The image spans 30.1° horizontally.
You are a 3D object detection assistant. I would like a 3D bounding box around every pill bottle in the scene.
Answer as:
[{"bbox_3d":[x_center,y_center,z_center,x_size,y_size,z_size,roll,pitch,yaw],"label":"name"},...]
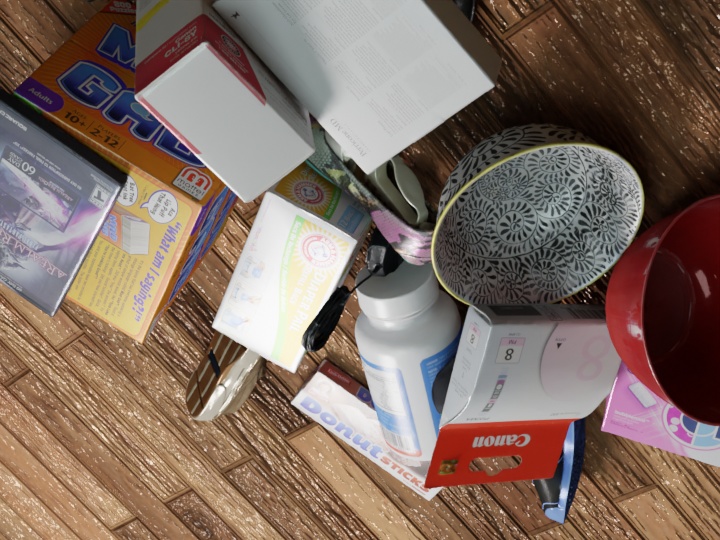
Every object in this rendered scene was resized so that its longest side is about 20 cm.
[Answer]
[{"bbox_3d":[0.056,0.087,1.384,0.111,0.113,0.202,1,125,23],"label":"pill bottle"}]

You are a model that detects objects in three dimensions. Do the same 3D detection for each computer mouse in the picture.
[{"bbox_3d":[0.000,0.000,1.294,0.034,0.200,0.059,29,147,20],"label":"computer mouse"}]

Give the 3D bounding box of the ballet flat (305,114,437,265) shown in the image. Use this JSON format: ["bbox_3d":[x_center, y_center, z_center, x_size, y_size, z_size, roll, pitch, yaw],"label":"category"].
[{"bbox_3d":[0.013,-0.094,1.271,0.200,0.069,0.071,48,140,15],"label":"ballet flat"}]

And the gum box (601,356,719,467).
[{"bbox_3d":[0.336,0.122,1.314,0.197,0.066,0.115,16,130,13],"label":"gum box"}]

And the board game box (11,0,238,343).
[{"bbox_3d":[-0.226,-0.099,1.311,0.198,0.201,0.201,31,131,-1],"label":"board game box"}]

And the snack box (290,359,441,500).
[{"bbox_3d":[0.020,0.183,1.530,0.199,0.024,0.072,36,132,-5],"label":"snack box"}]

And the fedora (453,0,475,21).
[{"bbox_3d":[-0.003,-0.237,1.177,0.198,0.092,0.203,12,129,15],"label":"fedora"}]

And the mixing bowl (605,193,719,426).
[{"bbox_3d":[0.294,0.032,1.207,0.201,0.200,0.108,54,158,-20],"label":"mixing bowl"}]

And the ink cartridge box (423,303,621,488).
[{"bbox_3d":[0.158,0.128,1.273,0.160,0.057,0.203,0,112,-27],"label":"ink cartridge box"}]

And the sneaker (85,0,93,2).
[{"bbox_3d":[-0.184,-0.306,1.210,0.199,0.090,0.070,-31,109,38],"label":"sneaker"}]

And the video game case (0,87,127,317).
[{"bbox_3d":[-0.309,-0.058,1.234,0.142,0.019,0.200,35,130,-3],"label":"video game case"}]

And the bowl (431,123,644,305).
[{"bbox_3d":[0.149,-0.066,1.218,0.198,0.095,0.202,-9,136,-9],"label":"bowl"}]

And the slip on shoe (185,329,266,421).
[{"bbox_3d":[-0.133,0.099,1.516,0.060,0.077,0.201,6,131,-33],"label":"slip on shoe"}]

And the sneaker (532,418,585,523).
[{"bbox_3d":[0.195,0.177,1.423,0.077,0.070,0.202,11,122,21],"label":"sneaker"}]

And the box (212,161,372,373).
[{"bbox_3d":[-0.061,-0.015,1.360,0.100,0.113,0.201,28,130,2],"label":"box"}]

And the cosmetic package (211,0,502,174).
[{"bbox_3d":[-0.002,-0.197,1.114,0.150,0.052,0.200,-32,112,31],"label":"cosmetic package"}]

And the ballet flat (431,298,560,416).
[{"bbox_3d":[0.140,0.066,1.299,0.073,0.073,0.201,34,98,-4],"label":"ballet flat"}]

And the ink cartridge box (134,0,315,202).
[{"bbox_3d":[-0.122,-0.181,1.177,0.083,0.201,0.145,-35,126,18],"label":"ink cartridge box"}]
